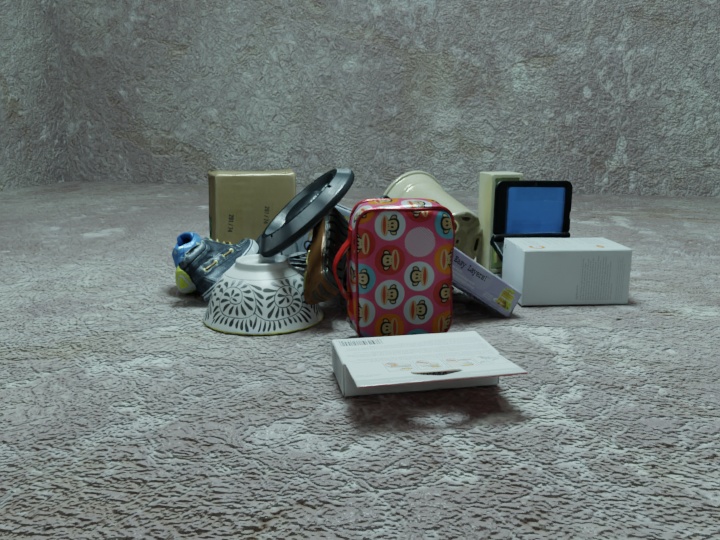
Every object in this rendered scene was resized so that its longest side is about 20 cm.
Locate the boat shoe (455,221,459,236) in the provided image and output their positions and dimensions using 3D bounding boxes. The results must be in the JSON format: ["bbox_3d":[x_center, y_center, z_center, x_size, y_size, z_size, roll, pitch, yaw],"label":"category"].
[{"bbox_3d":[0.089,-0.091,1.297,0.193,0.077,0.066,6,-12,-8],"label":"boat shoe"}]

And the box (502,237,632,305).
[{"bbox_3d":[0.366,-0.001,1.267,0.193,0.101,0.125,0,12,-5],"label":"box"}]

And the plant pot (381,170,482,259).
[{"bbox_3d":[0.159,-0.091,1.514,0.196,0.207,0.182,-7,24,-33],"label":"plant pot"}]

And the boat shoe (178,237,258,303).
[{"bbox_3d":[-0.253,-0.029,1.275,0.070,0.091,0.201,-34,14,25],"label":"boat shoe"}]

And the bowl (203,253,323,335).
[{"bbox_3d":[-0.156,0.029,1.130,0.194,0.097,0.201,1,13,0],"label":"bowl"}]

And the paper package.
[{"bbox_3d":[-0.236,-0.116,1.538,0.185,0.207,0.103,-3,12,-16],"label":"paper package"}]

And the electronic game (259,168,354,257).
[{"bbox_3d":[-0.088,-0.094,1.137,0.198,0.042,0.201,-39,16,13],"label":"electronic game"}]

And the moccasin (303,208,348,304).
[{"bbox_3d":[-0.058,-0.026,1.140,0.077,0.073,0.205,-31,39,30],"label":"moccasin"}]

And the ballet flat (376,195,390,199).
[{"bbox_3d":[0.100,-0.073,1.361,0.199,0.074,0.073,40,16,1],"label":"ballet flat"}]

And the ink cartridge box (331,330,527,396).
[{"bbox_3d":[0.073,0.119,0.829,0.193,0.046,0.176,-3,12,-10],"label":"ink cartridge box"}]

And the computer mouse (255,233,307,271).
[{"bbox_3d":[-0.158,-0.045,1.388,0.134,0.055,0.200,-3,13,-15],"label":"computer mouse"}]

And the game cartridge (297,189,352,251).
[{"bbox_3d":[-0.058,-0.068,1.444,0.196,0.137,0.041,23,11,23],"label":"game cartridge"}]

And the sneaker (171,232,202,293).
[{"bbox_3d":[-0.292,-0.030,1.345,0.074,0.108,0.200,-16,7,18],"label":"sneaker"}]

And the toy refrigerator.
[{"bbox_3d":[0.293,-0.102,1.482,0.073,0.207,0.070,-2,12,-16],"label":"toy refrigerator"}]

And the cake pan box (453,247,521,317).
[{"bbox_3d":[0.153,-0.006,1.196,0.182,0.053,0.200,34,1,-21],"label":"cake pan box"}]

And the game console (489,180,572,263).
[{"bbox_3d":[0.371,-0.081,1.423,0.194,0.118,0.178,-3,44,-22],"label":"game console"}]

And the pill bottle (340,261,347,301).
[{"bbox_3d":[0.000,0.000,1.221,0.108,0.116,0.200,-3,13,-16],"label":"pill bottle"}]

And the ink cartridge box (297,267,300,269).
[{"bbox_3d":[-0.186,-0.003,1.415,0.096,0.041,0.200,-3,14,-16],"label":"ink cartridge box"}]

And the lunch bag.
[{"bbox_3d":[0.045,0.002,1.004,0.170,0.207,0.082,-1,16,-11],"label":"lunch bag"}]
